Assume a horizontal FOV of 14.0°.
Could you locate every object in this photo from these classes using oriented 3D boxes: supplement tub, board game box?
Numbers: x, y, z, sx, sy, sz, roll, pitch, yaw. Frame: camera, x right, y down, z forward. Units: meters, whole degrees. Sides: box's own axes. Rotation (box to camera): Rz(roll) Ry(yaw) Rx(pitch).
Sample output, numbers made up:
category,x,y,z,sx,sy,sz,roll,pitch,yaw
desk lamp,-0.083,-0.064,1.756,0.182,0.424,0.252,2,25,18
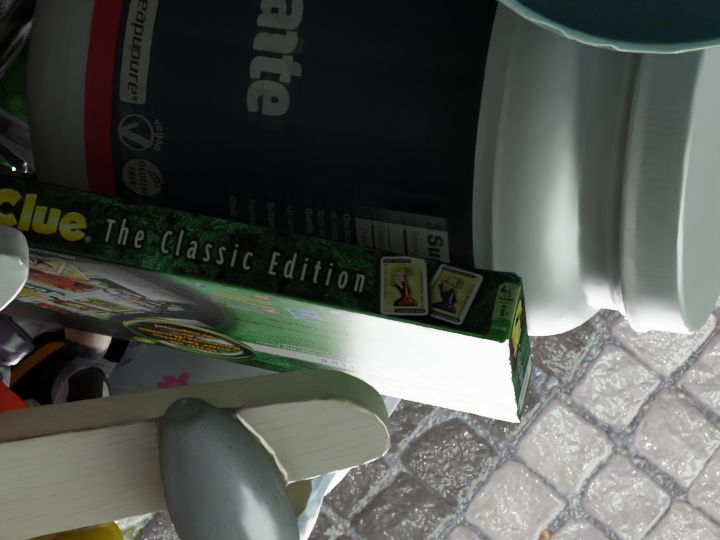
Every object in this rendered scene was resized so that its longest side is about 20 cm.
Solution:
category,x,y,z,sx,sy,sz,roll,pitch,yaw
supplement tub,0.013,-0.057,0.883,0.140,0.199,0.141,9,90,-75
board game box,-0.050,0.004,0.844,0.105,0.199,0.024,78,25,-72

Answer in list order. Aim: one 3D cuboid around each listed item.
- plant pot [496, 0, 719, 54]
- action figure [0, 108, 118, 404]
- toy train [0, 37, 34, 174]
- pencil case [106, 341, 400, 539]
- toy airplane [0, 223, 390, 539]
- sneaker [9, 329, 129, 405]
category,x,y,z,sx,sy,sz,roll,pitch,yaw
plant pot,0.061,-0.174,0.779,0.200,0.200,0.135,-51,-145,0
action figure,-0.134,0.030,0.977,0.200,0.130,0.069,-47,-155,-6
toy train,-0.127,-0.039,1.027,0.200,0.042,0.056,-51,170,32
pencil case,0.000,0.000,0.983,0.200,0.091,0.083,-50,151,-21
toy airplane,-0.117,0.073,0.830,0.200,0.199,0.142,-34,-123,45
sneaker,-0.126,0.037,1.093,0.200,0.090,0.070,-24,162,34
